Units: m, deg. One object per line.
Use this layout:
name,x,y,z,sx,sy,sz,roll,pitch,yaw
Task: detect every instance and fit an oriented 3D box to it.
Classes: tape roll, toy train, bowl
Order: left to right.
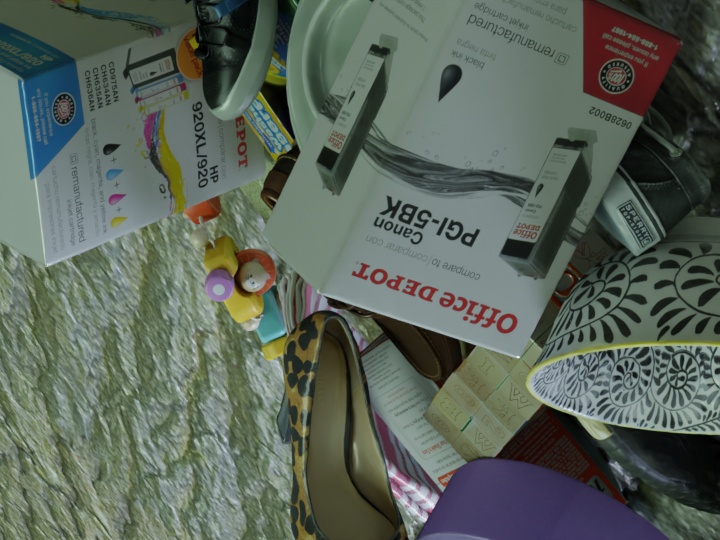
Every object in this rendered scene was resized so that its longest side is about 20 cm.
toy train,-0.088,-0.019,1.813,0.200,0.055,0.151,54,-164,-49
tape roll,0.134,0.214,1.562,0.199,0.066,0.200,25,152,14
bowl,0.197,0.027,1.334,0.199,0.095,0.201,4,162,1

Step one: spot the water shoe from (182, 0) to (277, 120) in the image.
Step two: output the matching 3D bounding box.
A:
water shoe,-0.095,-0.197,1.450,0.071,0.078,0.201,20,105,63

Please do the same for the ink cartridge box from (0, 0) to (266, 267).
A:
ink cartridge box,-0.190,-0.120,1.648,0.144,0.199,0.148,26,129,43

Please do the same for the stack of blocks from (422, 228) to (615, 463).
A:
stack of blocks,0.121,0.047,1.507,0.059,0.115,0.200,45,155,7

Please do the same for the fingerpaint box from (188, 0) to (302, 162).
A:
fingerpaint box,-0.005,-0.108,1.542,0.200,0.073,0.167,54,155,-11

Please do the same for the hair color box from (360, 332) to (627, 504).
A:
hair color box,0.087,0.118,1.648,0.200,0.064,0.111,51,154,-1

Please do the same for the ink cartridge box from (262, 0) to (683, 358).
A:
ink cartridge box,0.059,-0.069,1.241,0.146,0.201,0.083,18,-165,-32

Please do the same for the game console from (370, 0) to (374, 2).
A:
game console,-0.006,-0.269,1.253,0.200,0.118,0.171,37,154,24

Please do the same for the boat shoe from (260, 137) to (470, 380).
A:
boat shoe,0.000,0.000,1.526,0.072,0.068,0.201,5,134,56

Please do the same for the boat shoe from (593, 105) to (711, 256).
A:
boat shoe,0.142,-0.081,1.338,0.074,0.068,0.199,56,180,-28

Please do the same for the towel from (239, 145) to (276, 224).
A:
towel,-0.038,-0.051,1.730,0.148,0.036,0.201,6,132,56

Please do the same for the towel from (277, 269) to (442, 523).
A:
towel,0.009,0.100,1.743,0.200,0.030,0.147,45,-158,-40

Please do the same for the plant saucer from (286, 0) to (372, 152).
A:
plant saucer,0.019,-0.124,1.365,0.199,0.050,0.202,-2,87,41

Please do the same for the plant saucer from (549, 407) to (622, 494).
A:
plant saucer,0.134,0.153,1.739,0.200,0.036,0.200,39,154,22

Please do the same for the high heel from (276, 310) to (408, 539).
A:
high heel,-0.005,0.130,1.529,0.143,0.071,0.201,106,144,-51

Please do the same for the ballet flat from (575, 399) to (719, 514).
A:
ballet flat,0.186,0.116,1.484,0.057,0.067,0.200,-15,147,33
